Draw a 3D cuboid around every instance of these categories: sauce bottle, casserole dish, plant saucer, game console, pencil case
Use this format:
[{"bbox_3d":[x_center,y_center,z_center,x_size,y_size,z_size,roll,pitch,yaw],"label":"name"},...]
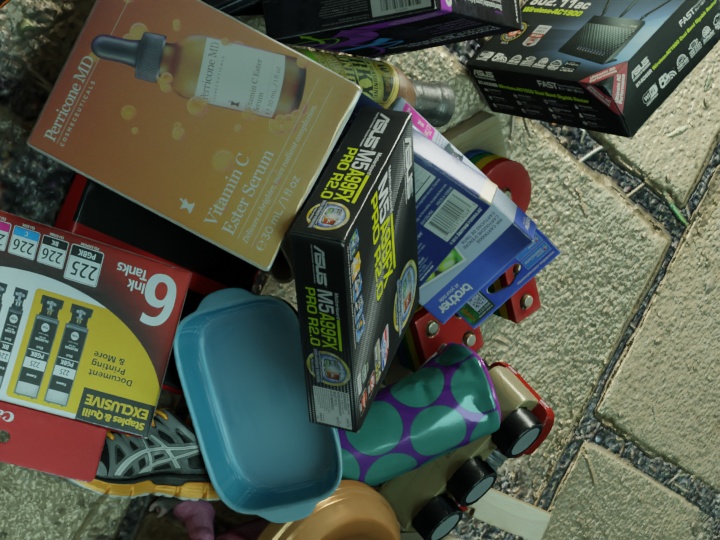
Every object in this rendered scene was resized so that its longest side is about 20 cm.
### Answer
[{"bbox_3d":[-0.004,-0.153,1.307,0.199,0.064,0.065,0,105,-40],"label":"sauce bottle"},{"bbox_3d":[-0.080,0.108,1.255,0.039,0.120,0.202,-34,109,-71],"label":"casserole dish"},{"bbox_3d":[-0.031,0.282,1.318,0.199,0.037,0.202,-23,124,-39],"label":"plant saucer"},{"bbox_3d":[-0.172,0.001,1.251,0.199,0.031,0.178,25,83,-42],"label":"game console"},{"bbox_3d":[0.023,0.138,1.364,0.199,0.093,0.085,-23,162,-4],"label":"pencil case"}]

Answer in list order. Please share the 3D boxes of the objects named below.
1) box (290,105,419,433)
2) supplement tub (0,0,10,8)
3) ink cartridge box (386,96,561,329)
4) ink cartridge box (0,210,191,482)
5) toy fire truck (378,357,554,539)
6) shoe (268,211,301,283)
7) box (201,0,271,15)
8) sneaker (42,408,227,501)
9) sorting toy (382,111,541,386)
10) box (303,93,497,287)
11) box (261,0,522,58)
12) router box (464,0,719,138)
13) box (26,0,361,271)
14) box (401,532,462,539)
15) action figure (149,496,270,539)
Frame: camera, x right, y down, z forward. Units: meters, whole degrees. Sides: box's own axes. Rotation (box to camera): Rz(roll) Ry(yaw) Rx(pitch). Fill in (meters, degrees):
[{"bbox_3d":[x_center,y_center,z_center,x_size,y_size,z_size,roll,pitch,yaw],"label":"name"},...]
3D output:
[{"bbox_3d":[0.000,0.000,1.180,0.161,0.044,0.201,-61,156,-44],"label":"box"},{"bbox_3d":[-0.274,-0.232,1.021,0.200,0.122,0.123,-44,128,-18],"label":"supplement tub"},{"bbox_3d":[0.064,-0.040,1.308,0.200,0.042,0.119,41,116,-13],"label":"ink cartridge box"},{"bbox_3d":[-0.247,0.057,1.121,0.199,0.084,0.177,18,82,-29],"label":"ink cartridge box"},{"bbox_3d":[0.132,0.193,1.500,0.176,0.129,0.200,-49,154,11],"label":"toy fire truck"},{"bbox_3d":[-0.099,-0.074,1.233,0.201,0.069,0.054,56,38,-26],"label":"shoe"},{"bbox_3d":[-0.013,-0.267,1.188,0.199,0.148,0.108,-9,92,-37],"label":"box"},{"bbox_3d":[-0.188,0.146,1.259,0.199,0.078,0.078,9,93,-48],"label":"sneaker"},{"bbox_3d":[0.087,-0.014,1.423,0.199,0.069,0.200,-31,122,-26],"label":"sorting toy"},{"bbox_3d":[-0.001,-0.081,1.243,0.199,0.121,0.033,33,44,-8],"label":"box"},{"bbox_3d":[0.031,-0.201,1.203,0.200,0.142,0.036,-12,94,-64],"label":"box"},{"bbox_3d":[0.212,-0.203,1.370,0.150,0.199,0.062,-46,123,-18],"label":"router box"},{"bbox_3d":[-0.121,-0.113,1.129,0.199,0.106,0.153,27,92,-5],"label":"box"},{"bbox_3d":[0.026,0.307,1.485,0.199,0.068,0.083,4,103,-39],"label":"box"},{"bbox_3d":[-0.122,0.267,1.296,0.200,0.148,0.135,30,67,-68],"label":"action figure"}]
